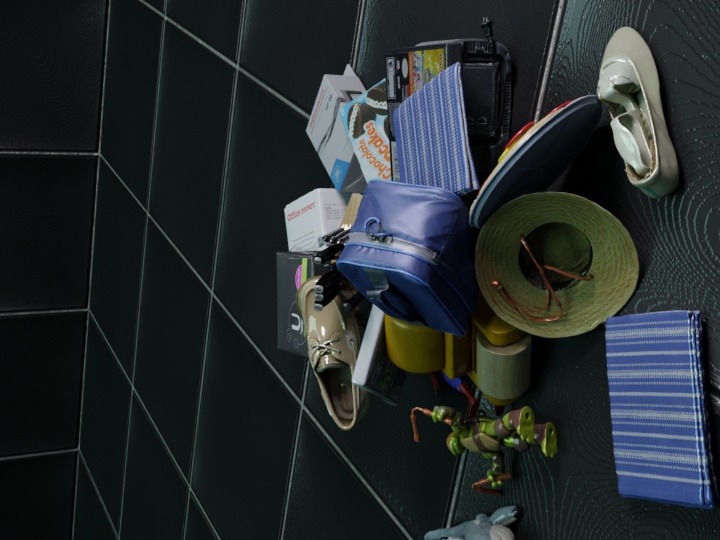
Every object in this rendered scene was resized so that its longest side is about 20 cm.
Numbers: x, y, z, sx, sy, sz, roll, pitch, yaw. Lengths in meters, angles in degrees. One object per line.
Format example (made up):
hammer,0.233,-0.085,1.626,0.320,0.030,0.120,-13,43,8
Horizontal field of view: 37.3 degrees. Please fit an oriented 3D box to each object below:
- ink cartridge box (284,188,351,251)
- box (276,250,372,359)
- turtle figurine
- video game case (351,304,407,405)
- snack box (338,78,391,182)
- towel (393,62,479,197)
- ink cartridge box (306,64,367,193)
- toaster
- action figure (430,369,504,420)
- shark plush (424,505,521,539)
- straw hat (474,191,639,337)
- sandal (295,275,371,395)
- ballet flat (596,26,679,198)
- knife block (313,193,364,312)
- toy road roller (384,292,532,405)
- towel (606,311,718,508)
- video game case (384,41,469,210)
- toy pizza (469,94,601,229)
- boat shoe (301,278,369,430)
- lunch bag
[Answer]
ink cartridge box,-0.054,-0.023,1.773,0.144,0.083,0.204,-20,75,60
box,-0.013,0.046,1.582,0.124,0.197,0.152,8,99,61
turtle figurine,0.170,0.217,1.356,0.160,0.200,0.065,-15,37,41
video game case,0.049,0.074,1.466,0.023,0.182,0.204,13,79,20
snack box,0.050,-0.184,1.555,0.115,0.037,0.203,-31,58,16
towel,0.087,-0.147,1.267,0.200,0.023,0.148,158,105,-70
ink cartridge box,-0.027,-0.233,1.725,0.202,0.066,0.117,62,143,38
toaster,0.123,-0.227,1.401,0.129,0.112,0.204,23,116,61
action figure,0.127,0.133,1.465,0.201,0.064,0.053,-124,28,-50
shark plush,0.144,0.352,1.432,0.199,0.082,0.093,9,100,61
straw hat,0.228,-0.027,1.237,0.203,0.198,0.086,-65,-2,40
sandal,-0.015,0.091,1.482,0.202,0.080,0.054,59,158,-18
ballet flat,0.290,-0.174,1.144,0.069,0.068,0.204,-42,56,54
knife block,0.000,0.000,1.416,0.201,0.063,0.178,60,-133,-62
toy road roller,0.118,0.089,1.375,0.200,0.144,0.125,49,153,46
towel,0.321,0.148,1.147,0.144,0.023,0.205,-13,79,63
video game case,0.081,-0.179,1.341,0.180,0.025,0.204,-160,64,-66
toy pizza,0.192,-0.125,1.198,0.032,0.199,0.201,47,137,17
boat shoe,-0.035,0.112,1.420,0.065,0.071,0.204,-44,-59,-75
lunch bag,0.063,-0.009,1.256,0.134,0.200,0.134,10,71,33
